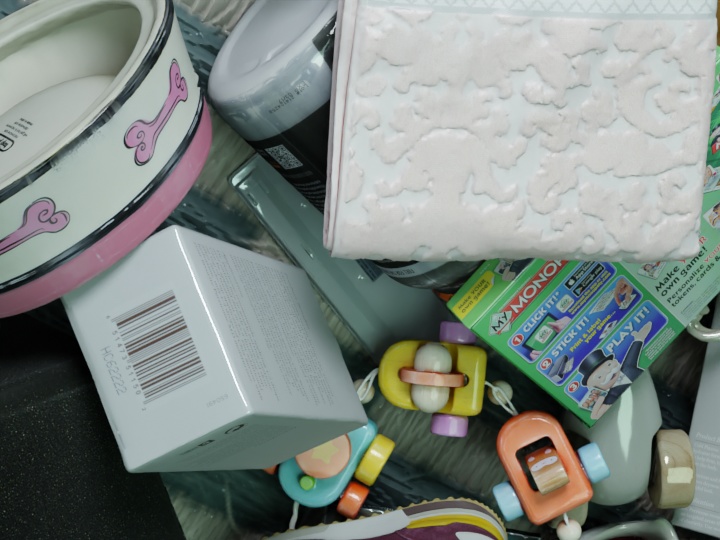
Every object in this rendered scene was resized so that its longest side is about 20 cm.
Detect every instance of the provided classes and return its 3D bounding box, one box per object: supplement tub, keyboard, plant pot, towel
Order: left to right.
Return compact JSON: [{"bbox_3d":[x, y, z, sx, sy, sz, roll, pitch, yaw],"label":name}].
[{"bbox_3d":[-0.205,0.128,0.867,0.177,0.200,0.200,-29,113,-24],"label":"plant pot"},{"bbox_3d":[0.000,0.000,1.011,0.056,0.011,0.200,-44,116,-12],"label":"keyboard"},{"bbox_3d":[0.022,-0.074,0.936,0.123,0.123,0.200,-48,116,-4],"label":"supplement tub"},{"bbox_3d":[0.085,-0.096,0.846,0.200,0.032,0.191,1,106,-10],"label":"towel"}]

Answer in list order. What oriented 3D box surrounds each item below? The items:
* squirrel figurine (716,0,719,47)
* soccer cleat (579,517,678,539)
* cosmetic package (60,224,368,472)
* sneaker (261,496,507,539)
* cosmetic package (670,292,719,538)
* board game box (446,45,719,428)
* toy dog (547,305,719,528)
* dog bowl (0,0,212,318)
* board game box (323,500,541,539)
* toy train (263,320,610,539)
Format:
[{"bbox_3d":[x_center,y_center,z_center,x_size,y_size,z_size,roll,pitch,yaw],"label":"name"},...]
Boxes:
[{"bbox_3d":[0.184,-0.112,0.998,0.200,0.142,0.187,-7,118,-22],"label":"squirrel figurine"},{"bbox_3d":[0.115,0.205,1.062,0.200,0.086,0.070,-22,72,-21],"label":"soccer cleat"},{"bbox_3d":[-0.070,0.046,0.874,0.071,0.200,0.102,-26,77,12],"label":"cosmetic package"},{"bbox_3d":[-0.012,0.192,0.951,0.200,0.090,0.075,-22,112,15],"label":"sneaker"},{"bbox_3d":[0.277,0.079,1.064,0.090,0.107,0.200,15,89,-54],"label":"cosmetic package"},{"bbox_3d":[0.157,-0.017,0.938,0.200,0.029,0.135,-47,131,4],"label":"board game box"},{"bbox_3d":[0.156,0.064,1.053,0.132,0.096,0.200,16,93,-10],"label":"toy dog"},{"bbox_3d":[-0.161,-0.057,0.829,0.200,0.200,0.074,-38,122,-9],"label":"dog bowl"},{"bbox_3d":[0.029,0.249,1.021,0.135,0.028,0.200,8,87,5],"label":"board game box"},{"bbox_3d":[0.038,0.114,0.984,0.200,0.056,0.150,-21,86,4],"label":"toy train"}]
